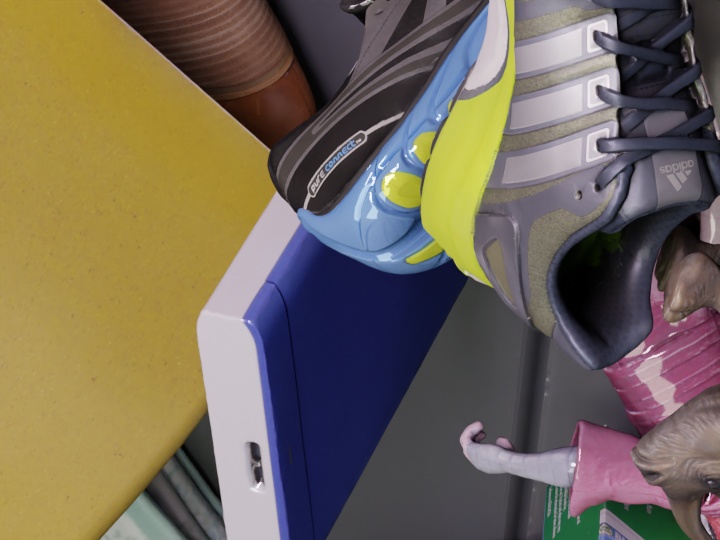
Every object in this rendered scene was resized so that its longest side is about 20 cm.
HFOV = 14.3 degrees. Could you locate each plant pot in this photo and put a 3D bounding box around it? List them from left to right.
[{"bbox_3d":[-0.163,0.008,0.987,0.199,0.177,0.200,0,150,43],"label":"plant pot"}]

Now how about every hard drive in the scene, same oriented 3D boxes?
[{"bbox_3d":[0.000,0.000,1.007,0.025,0.200,0.133,12,134,19],"label":"hard drive"}]

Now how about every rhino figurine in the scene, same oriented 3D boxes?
[{"bbox_3d":[0.133,0.010,0.860,0.087,0.060,0.201,16,124,-2],"label":"rhino figurine"}]

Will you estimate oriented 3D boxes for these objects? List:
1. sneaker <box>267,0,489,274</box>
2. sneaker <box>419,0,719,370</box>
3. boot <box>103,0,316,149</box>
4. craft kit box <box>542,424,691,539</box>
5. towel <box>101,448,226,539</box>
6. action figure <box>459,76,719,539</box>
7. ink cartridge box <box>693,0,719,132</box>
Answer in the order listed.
[{"bbox_3d":[0.040,-0.089,0.933,0.082,0.200,0.071,24,156,36],"label":"sneaker"},{"bbox_3d":[0.074,-0.059,0.804,0.081,0.074,0.201,51,147,37],"label":"sneaker"},{"bbox_3d":[-0.106,-0.055,1.124,0.199,0.077,0.156,-5,127,22],"label":"boot"},{"bbox_3d":[0.153,0.173,1.051,0.197,0.200,0.049,35,118,-14],"label":"craft kit box"},{"bbox_3d":[-0.143,0.117,1.285,0.171,0.048,0.200,-20,114,36],"label":"towel"},{"bbox_3d":[0.117,0.023,1.013,0.149,0.134,0.201,-19,101,51],"label":"action figure"},{"bbox_3d":[0.206,-0.074,0.887,0.199,0.084,0.146,-15,119,12],"label":"ink cartridge box"}]
